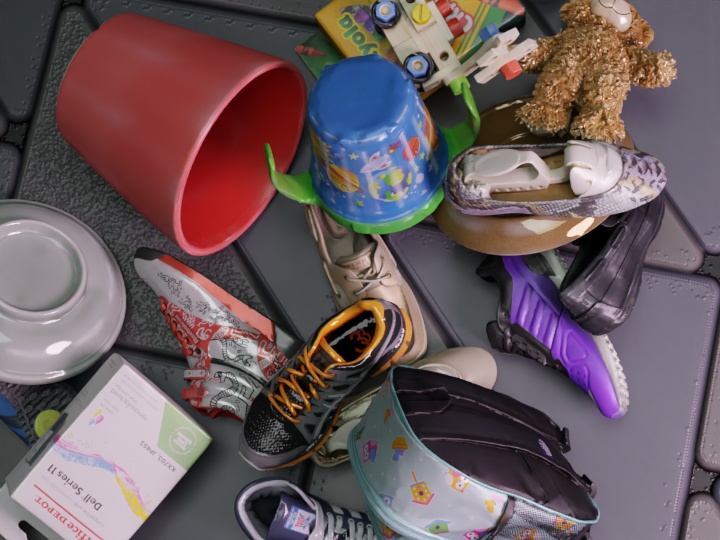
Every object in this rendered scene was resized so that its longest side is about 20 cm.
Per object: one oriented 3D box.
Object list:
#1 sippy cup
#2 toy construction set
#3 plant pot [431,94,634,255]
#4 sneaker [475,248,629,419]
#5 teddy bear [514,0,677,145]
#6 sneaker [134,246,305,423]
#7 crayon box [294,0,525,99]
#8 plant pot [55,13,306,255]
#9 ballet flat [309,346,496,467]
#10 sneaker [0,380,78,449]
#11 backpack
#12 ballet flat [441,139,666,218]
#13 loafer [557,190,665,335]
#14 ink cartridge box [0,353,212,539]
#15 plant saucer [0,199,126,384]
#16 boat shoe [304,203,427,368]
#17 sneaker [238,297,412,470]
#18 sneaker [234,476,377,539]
[{"bbox_3d":[0.009,-0.122,1.526,0.139,0.131,0.178,35,74,26],"label":"sippy cup"},{"bbox_3d":[0.081,-0.244,1.579,0.131,0.092,0.201,-30,66,2],"label":"toy construction set"},{"bbox_3d":[0.155,-0.098,1.569,0.199,0.028,0.201,-11,47,12],"label":"plant pot"},{"bbox_3d":[0.173,0.061,1.571,0.099,0.070,0.201,-29,73,7],"label":"sneaker"},{"bbox_3d":[0.215,-0.192,1.568,0.144,0.067,0.200,23,55,32],"label":"teddy bear"},{"bbox_3d":[-0.155,0.068,1.600,0.201,0.067,0.108,32,81,9],"label":"sneaker"},{"bbox_3d":[0.046,-0.236,1.649,0.200,0.051,0.127,-38,78,-2],"label":"crayon box"},{"bbox_3d":[-0.176,-0.143,1.594,0.177,0.200,0.201,30,83,22],"label":"plant pot"},{"bbox_3d":[0.037,0.129,1.567,0.199,0.069,0.070,-25,77,1],"label":"ballet flat"},{"bbox_3d":[-0.324,0.121,1.618,0.200,0.078,0.066,45,71,-5],"label":"sneaker"},{"bbox_3d":[0.083,0.180,1.470,0.199,0.176,0.153,30,113,-28],"label":"backpack"},{"bbox_3d":[0.168,-0.084,1.482,0.199,0.072,0.073,-3,78,9],"label":"ballet flat"},{"bbox_3d":[0.228,-0.032,1.542,0.070,0.068,0.201,36,51,-16],"label":"loafer"},{"bbox_3d":[-0.247,0.192,1.562,0.117,0.067,0.200,42,85,-17],"label":"ink cartridge box"},{"bbox_3d":[-0.314,0.009,1.589,0.199,0.050,0.201,10,56,-16],"label":"plant saucer"},{"bbox_3d":[0.000,0.000,1.598,0.072,0.065,0.201,-25,77,1],"label":"boat shoe"},{"bbox_3d":[-0.039,0.096,1.523,0.078,0.077,0.200,40,84,18],"label":"sneaker"},{"bbox_3d":[-0.023,0.239,1.529,0.199,0.109,0.071,17,81,9],"label":"sneaker"}]
